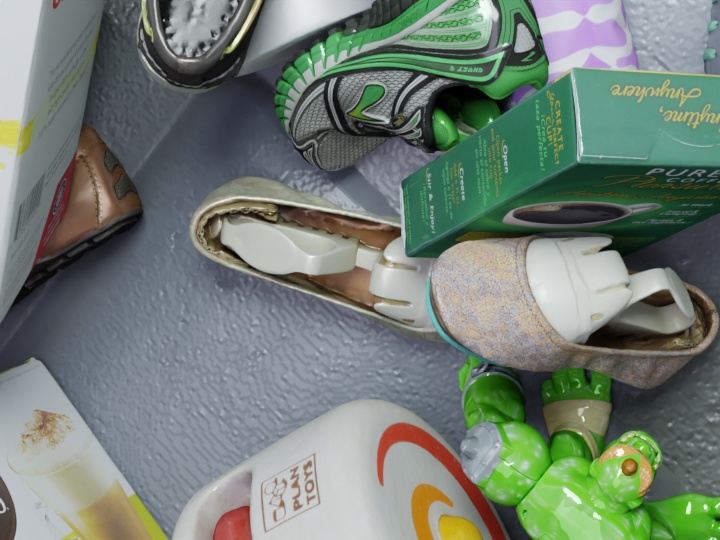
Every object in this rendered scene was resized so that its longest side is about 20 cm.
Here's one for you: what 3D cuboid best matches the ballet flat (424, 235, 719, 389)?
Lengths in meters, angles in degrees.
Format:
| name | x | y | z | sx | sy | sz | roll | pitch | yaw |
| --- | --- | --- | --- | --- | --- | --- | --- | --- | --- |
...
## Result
| name | x | y | z | sx | sy | sz | roll | pitch | yaw |
| --- | --- | --- | --- | --- | --- | --- | --- | --- | --- |
| ballet flat | 0.110 | 0.013 | 0.946 | 0.067 | 0.199 | 0.069 | -27 | 68 | 32 |

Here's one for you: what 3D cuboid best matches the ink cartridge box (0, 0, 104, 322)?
| name | x | y | z | sx | sy | sz | roll | pitch | yaw |
| --- | --- | --- | --- | --- | --- | --- | --- | --- | --- |
| ink cartridge box | -0.185 | -0.093 | 0.968 | 0.083 | 0.145 | 0.201 | 16 | 118 | 1 |

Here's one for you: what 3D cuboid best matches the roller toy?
| name | x | y | z | sx | sy | sz | roll | pitch | yaw |
| --- | --- | --- | --- | --- | --- | --- | --- | --- | --- |
| roller toy | 0.003 | 0.167 | 1.011 | 0.139 | 0.200 | 0.183 | -31 | 83 | 21 |

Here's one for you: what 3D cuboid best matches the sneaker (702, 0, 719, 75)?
| name | x | y | z | sx | sy | sz | roll | pitch | yaw |
| --- | --- | --- | --- | --- | --- | --- | --- | --- | --- |
| sneaker | 0.196 | -0.137 | 0.961 | 0.087 | 0.074 | 0.201 | 32 | 101 | 28 |

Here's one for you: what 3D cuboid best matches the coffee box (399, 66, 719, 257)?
| name | x | y | z | sx | sy | sz | roll | pitch | yaw |
| --- | --- | --- | --- | --- | --- | --- | --- | --- | --- |
| coffee box | 0.109 | -0.045 | 0.917 | 0.122 | 0.200 | 0.044 | 1 | 78 | -19 |

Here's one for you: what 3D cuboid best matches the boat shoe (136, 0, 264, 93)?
| name | x | y | z | sx | sy | sz | roll | pitch | yaw |
| --- | --- | --- | --- | --- | --- | --- | --- | --- | --- |
| boat shoe | -0.058 | -0.184 | 0.918 | 0.071 | 0.061 | 0.203 | 12 | 88 | -7 |

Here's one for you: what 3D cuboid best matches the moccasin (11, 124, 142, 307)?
| name | x | y | z | sx | sy | sz | roll | pitch | yaw |
| --- | --- | --- | --- | --- | --- | --- | --- | --- | --- |
| moccasin | -0.221 | -0.013 | 1.119 | 0.201 | 0.074 | 0.078 | -32 | 89 | 21 |

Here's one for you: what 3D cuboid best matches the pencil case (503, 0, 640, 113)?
| name | x | y | z | sx | sy | sz | roll | pitch | yaw |
| --- | --- | --- | --- | --- | --- | --- | --- | --- | --- |
| pencil case | 0.097 | -0.154 | 0.979 | 0.085 | 0.084 | 0.201 | -15 | 98 | -17 |

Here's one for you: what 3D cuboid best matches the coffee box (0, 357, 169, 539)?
| name | x | y | z | sx | sy | sz | roll | pitch | yaw |
| --- | --- | --- | --- | --- | --- | --- | --- | --- | --- |
| coffee box | -0.238 | 0.199 | 1.097 | 0.200 | 0.200 | 0.198 | -38 | 86 | 22 |

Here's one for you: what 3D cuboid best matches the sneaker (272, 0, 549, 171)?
| name | x | y | z | sx | sy | sz | roll | pitch | yaw |
| --- | --- | --- | --- | --- | --- | --- | --- | --- | --- |
| sneaker | 0.021 | -0.088 | 0.978 | 0.200 | 0.078 | 0.086 | -33 | 76 | 59 |

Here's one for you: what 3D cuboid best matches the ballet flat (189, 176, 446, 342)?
| name | x | y | z | sx | sy | sz | roll | pitch | yaw |
| --- | --- | --- | --- | --- | --- | --- | --- | --- | --- |
| ballet flat | 0.000 | 0.000 | 1.049 | 0.199 | 0.062 | 0.068 | 13 | 104 | 17 |

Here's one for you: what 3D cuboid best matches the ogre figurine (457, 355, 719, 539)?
| name | x | y | z | sx | sy | sz | roll | pitch | yaw |
| --- | --- | --- | --- | --- | --- | --- | --- | --- | --- |
| ogre figurine | 0.123 | 0.120 | 0.997 | 0.098 | 0.120 | 0.201 | -34 | 88 | 22 |

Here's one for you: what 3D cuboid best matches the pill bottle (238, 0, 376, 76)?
| name | x | y | z | sx | sy | sz | roll | pitch | yaw |
| --- | --- | --- | --- | --- | --- | --- | --- | --- | --- |
| pill bottle | -0.064 | -0.210 | 1.006 | 0.116 | 0.116 | 0.201 | -23 | 91 | 22 |
